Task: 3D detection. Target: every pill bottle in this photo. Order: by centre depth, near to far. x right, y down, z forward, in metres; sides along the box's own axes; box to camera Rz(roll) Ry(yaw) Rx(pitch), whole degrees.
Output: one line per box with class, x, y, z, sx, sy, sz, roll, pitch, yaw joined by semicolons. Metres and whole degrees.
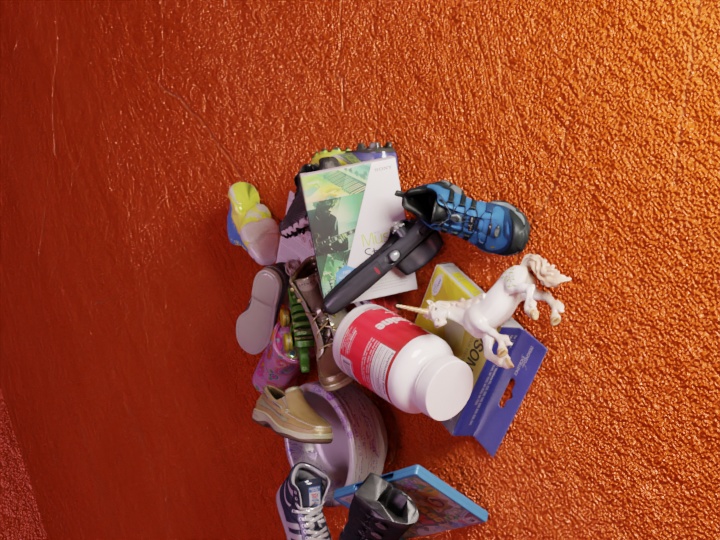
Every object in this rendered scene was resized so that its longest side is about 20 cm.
pill bottle;0.058;0.129;1.203;0.199;0.111;0.113;26;116;48

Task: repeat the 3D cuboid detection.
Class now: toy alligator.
toy alligator;-0.101;0.065;1.423;0.054;0.059;0.202;119;145;-65

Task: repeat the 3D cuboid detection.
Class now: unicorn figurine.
unicorn figurine;0.168;0.053;1.110;0.074;0.199;0.138;56;-179;-45

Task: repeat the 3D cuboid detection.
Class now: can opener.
can opener;0.026;-0.005;1.235;0.079;0.199;0.063;53;180;-3

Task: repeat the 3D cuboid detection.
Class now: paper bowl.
paper bowl;-0.032;0.276;1.419;0.200;0.104;0.203;12;106;52

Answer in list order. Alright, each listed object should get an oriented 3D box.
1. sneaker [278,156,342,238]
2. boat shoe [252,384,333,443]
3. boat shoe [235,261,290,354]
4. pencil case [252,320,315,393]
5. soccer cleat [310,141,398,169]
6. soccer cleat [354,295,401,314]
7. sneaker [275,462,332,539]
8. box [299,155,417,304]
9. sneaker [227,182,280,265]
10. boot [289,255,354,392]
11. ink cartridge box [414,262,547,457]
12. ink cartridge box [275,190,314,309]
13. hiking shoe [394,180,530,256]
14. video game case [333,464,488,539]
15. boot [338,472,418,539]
sneaker;-0.077;-0.119;1.367;0.200;0.066;0.091;-33;77;51
boat shoe;-0.110;0.223;1.380;0.199;0.071;0.077;8;86;50
boat shoe;-0.167;0.067;1.534;0.072;0.062;0.201;30;128;12
pencil case;-0.133;0.159;1.519;0.088;0.087;0.200;65;154;21
soccer cleat;-0.016;-0.154;1.360;0.199;0.064;0.085;1;97;52
soccer cleat;0.000;0.000;1.364;0.085;0.068;0.202;-31;76;46
sneaker;-0.072;0.395;1.341;0.201;0.070;0.109;61;142;34
box;-0.002;-0.056;1.272;0.036;0.143;0.202;-133;31;-78
sneaker;-0.201;-0.067;1.618;0.106;0.075;0.201;110;147;-46
boot;-0.057;0.079;1.338;0.201;0.071;0.156;-90;-22;-62
ink cartridge box;0.146;0.127;1.213;0.200;0.047;0.199;47;130;40
ink cartridge box;-0.082;-0.016;1.488;0.161;0.050;0.202;35;119;44
hiking shoe;0.136;-0.065;1.157;0.199;0.086;0.075;27;117;47
video game case;0.070;0.347;1.277;0.199;0.143;0.018;-31;30;46
boot;0.055;0.385;1.265;0.163;0.066;0.201;22;139;4
